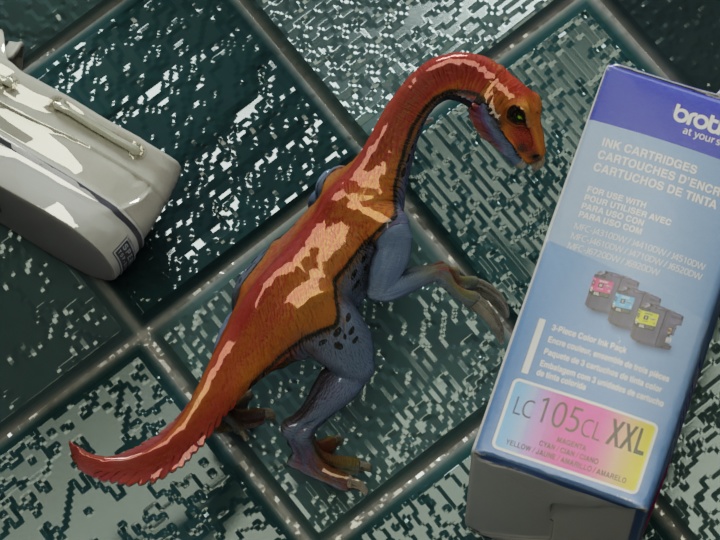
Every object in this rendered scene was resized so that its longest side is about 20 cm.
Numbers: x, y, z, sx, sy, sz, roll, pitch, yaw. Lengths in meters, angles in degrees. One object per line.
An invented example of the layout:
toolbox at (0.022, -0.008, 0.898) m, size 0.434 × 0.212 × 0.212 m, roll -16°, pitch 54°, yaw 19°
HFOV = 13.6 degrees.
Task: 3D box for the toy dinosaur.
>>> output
toy dinosaur at (0.000, 0.000, 1.213) m, size 0.105 × 0.200 × 0.182 m, roll 32°, pitch 120°, yaw 22°

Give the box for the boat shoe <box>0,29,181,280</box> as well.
boat shoe at (-0.168, -0.075, 1.288) m, size 0.199 × 0.072 × 0.066 m, roll 32°, pitch 72°, yaw 11°

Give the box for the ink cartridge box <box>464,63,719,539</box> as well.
ink cartridge box at (0.108, 0.009, 1.214) m, size 0.076 × 0.137 × 0.201 m, roll 17°, pitch 74°, yaw 6°
